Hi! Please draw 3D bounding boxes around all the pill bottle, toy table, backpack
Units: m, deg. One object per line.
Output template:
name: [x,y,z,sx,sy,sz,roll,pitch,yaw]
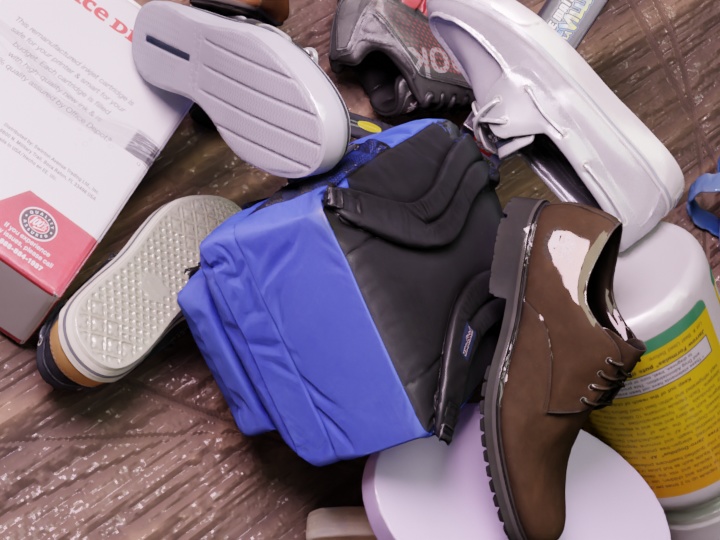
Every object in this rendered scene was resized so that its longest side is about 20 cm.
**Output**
pill bottle: [0.191,0.078,1.015,0.113,0.112,0.201,-52,129,-35]
toy table: [0.074,0.164,0.984,0.199,0.117,0.185,27,58,-15]
backpack: [0.000,0.000,0.955,0.200,0.167,0.164,-40,114,-52]

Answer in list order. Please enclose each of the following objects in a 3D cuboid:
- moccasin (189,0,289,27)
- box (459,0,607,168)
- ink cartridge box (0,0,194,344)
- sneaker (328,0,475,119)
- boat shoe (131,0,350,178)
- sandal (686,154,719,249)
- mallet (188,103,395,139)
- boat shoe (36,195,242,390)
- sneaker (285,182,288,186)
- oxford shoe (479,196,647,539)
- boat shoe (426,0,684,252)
moccasin: [-0.080,-0.200,1.032,0.073,0.201,0.079,13,94,4]
box: [0.123,-0.146,1.081,0.035,0.110,0.201,33,73,2]
ink cartridge box: [-0.201,-0.083,0.969,0.144,0.084,0.201,36,56,-9]
sneaker: [0.057,-0.140,1.147,0.199,0.071,0.099,26,70,-24]
boat shoe: [-0.056,-0.113,0.916,0.070,0.073,0.200,-7,31,-36]
sandal: [0.311,-0.010,1.225,0.086,0.080,0.201,-13,66,-29]
mallet: [-0.019,-0.114,1.098,0.198,0.041,0.067,11,73,-19]
boat shoe: [-0.128,0.012,0.979,0.075,0.062,0.200,54,39,-6]
sneaker: [0.045,-0.036,1.081,0.198,0.083,0.081,21,58,-16]
oxford shoe: [0.115,0.062,0.900,0.073,0.084,0.202,-4,98,-65]
boat shoe: [0.106,-0.093,0.977,0.200,0.072,0.069,46,72,-4]
